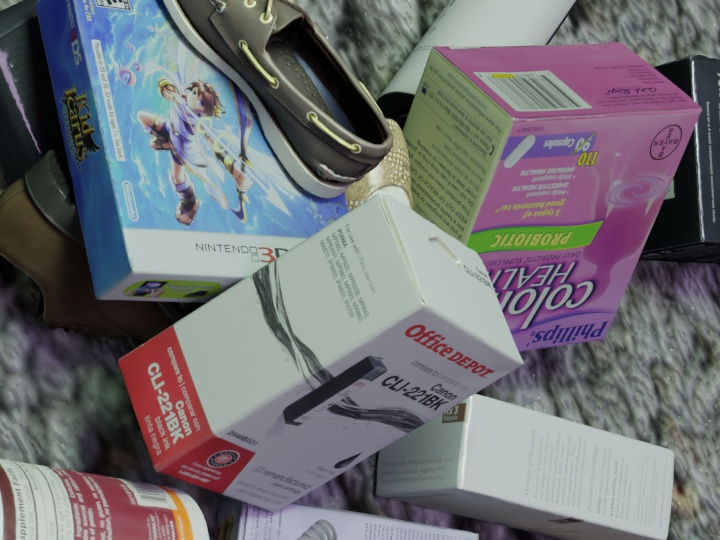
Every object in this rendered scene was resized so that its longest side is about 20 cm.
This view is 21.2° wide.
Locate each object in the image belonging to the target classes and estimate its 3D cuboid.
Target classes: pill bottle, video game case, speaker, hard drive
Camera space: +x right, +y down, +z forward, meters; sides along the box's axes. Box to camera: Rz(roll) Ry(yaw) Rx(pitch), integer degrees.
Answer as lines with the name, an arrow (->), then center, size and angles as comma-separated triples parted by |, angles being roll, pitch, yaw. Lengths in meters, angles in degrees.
pill bottle -> -0.199, 0.171, 1.130 | 0.200, 0.114, 0.114 | 14, 76, -34
video game case -> -0.097, -0.078, 1.192 | 0.181, 0.045, 0.200 | 3, 65, -42
speaker -> 0.091, -0.168, 1.409 | 0.081, 0.081, 0.200 | 47, 59, -21
hard drive -> -0.155, -0.128, 1.248 | 0.200, 0.042, 0.135 | -29, 101, -35

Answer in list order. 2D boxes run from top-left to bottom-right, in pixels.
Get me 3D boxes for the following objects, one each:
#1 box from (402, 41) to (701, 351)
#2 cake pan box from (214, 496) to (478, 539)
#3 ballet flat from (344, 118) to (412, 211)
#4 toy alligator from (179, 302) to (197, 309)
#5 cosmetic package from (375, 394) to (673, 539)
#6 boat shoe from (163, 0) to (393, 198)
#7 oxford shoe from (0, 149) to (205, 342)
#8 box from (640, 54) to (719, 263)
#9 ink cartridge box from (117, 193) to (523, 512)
box -> 0.112, -0.048, 1.334 | 0.176, 0.097, 0.200 | -6, 129, -37
cake pan box -> -0.016, 0.259, 1.279 | 0.184, 0.052, 0.200 | 11, 77, -26
ballet flat -> 0.000, 0.000, 1.277 | 0.070, 0.065, 0.200 | 2, 113, -44
toy alligator -> -0.075, -0.023, 1.267 | 0.054, 0.059, 0.200 | 37, 30, 18
cosmetic package -> 0.119, 0.144, 1.374 | 0.200, 0.102, 0.074 | 15, 73, -33
boat shoe -> -0.054, -0.140, 1.189 | 0.200, 0.060, 0.072 | 55, 42, -1
oxford shoe -> -0.159, 0.011, 1.215 | 0.200, 0.084, 0.073 | 45, 16, -32
box -> 0.300, -0.082, 1.535 | 0.200, 0.104, 0.148 | 4, 81, -36
ink cartridge box -> -0.022, 0.055, 1.176 | 0.144, 0.200, 0.084 | 30, 31, -56
